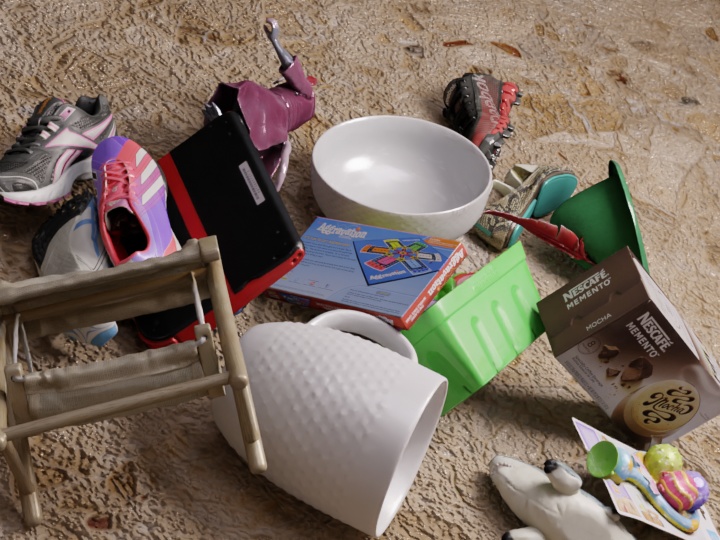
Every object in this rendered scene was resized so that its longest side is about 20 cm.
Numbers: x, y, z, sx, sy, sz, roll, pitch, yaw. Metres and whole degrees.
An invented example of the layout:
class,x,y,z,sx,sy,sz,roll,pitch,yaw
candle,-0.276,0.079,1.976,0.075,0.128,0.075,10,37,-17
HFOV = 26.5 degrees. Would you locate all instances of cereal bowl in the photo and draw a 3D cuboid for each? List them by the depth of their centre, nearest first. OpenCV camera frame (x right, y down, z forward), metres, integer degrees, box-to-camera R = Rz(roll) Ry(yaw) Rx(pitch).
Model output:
class,x,y,z,sx,sy,sz,roll,pitch,yaw
cereal bowl,0.041,-0.083,1.664,0.197,0.084,0.201,5,36,-3

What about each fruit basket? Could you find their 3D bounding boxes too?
class,x,y,z,sx,sy,sz,roll,pitch,yaw
fruit basket,0.063,0.030,1.516,0.214,0.155,0.218,26,43,-28

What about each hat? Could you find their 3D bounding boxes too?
class,x,y,z,sx,sy,sz,roll,pitch,yaw
hat,0.232,-0.032,1.775,0.174,0.202,0.166,-15,26,4

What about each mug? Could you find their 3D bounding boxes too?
class,x,y,z,sx,sy,sz,roll,pitch,yaw
mug,-0.022,0.109,1.331,0.174,0.149,0.201,24,44,12

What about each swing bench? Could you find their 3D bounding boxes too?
class,x,y,z,sx,sy,sz,roll,pitch,yaw
swing bench,-0.193,0.068,1.209,0.196,0.131,0.202,-13,51,-6

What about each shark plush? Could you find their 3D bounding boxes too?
class,x,y,z,sx,sy,sz,roll,pitch,yaw
shark plush,0.214,0.228,1.430,0.197,0.092,0.083,18,5,-8

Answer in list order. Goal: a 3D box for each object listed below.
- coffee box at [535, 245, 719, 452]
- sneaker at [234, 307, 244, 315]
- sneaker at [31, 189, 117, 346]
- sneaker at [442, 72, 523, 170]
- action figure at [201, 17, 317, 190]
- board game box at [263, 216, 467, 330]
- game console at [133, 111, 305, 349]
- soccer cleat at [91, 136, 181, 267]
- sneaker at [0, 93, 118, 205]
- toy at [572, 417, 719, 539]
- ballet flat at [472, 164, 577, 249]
class,x,y,z,sx,sy,sz,roll,pitch,yaw
coffee box,0.277,0.085,1.534,0.200,0.112,0.080,46,20,-38
sneaker,-0.153,-0.038,1.500,0.082,0.071,0.200,-6,44,-31
sneaker,-0.256,-0.002,1.398,0.073,0.071,0.201,49,15,-33
sneaker,0.143,-0.191,1.906,0.097,0.071,0.201,26,32,-4
action figure,-0.090,-0.173,1.663,0.148,0.135,0.200,37,38,11
board game box,0.000,0.000,1.470,0.199,0.020,0.103,12,54,45
game console,-0.152,-0.034,1.419,0.031,0.176,0.201,47,11,-53
soccer cleat,-0.214,-0.060,1.401,0.073,0.068,0.201,47,15,-52
sneaker,-0.304,-0.120,1.465,0.079,0.088,0.200,1,18,24
toy,0.295,0.203,1.480,0.199,0.047,0.116,23,31,-40
ballet flat,0.190,-0.089,1.817,0.075,0.068,0.200,32,37,17
